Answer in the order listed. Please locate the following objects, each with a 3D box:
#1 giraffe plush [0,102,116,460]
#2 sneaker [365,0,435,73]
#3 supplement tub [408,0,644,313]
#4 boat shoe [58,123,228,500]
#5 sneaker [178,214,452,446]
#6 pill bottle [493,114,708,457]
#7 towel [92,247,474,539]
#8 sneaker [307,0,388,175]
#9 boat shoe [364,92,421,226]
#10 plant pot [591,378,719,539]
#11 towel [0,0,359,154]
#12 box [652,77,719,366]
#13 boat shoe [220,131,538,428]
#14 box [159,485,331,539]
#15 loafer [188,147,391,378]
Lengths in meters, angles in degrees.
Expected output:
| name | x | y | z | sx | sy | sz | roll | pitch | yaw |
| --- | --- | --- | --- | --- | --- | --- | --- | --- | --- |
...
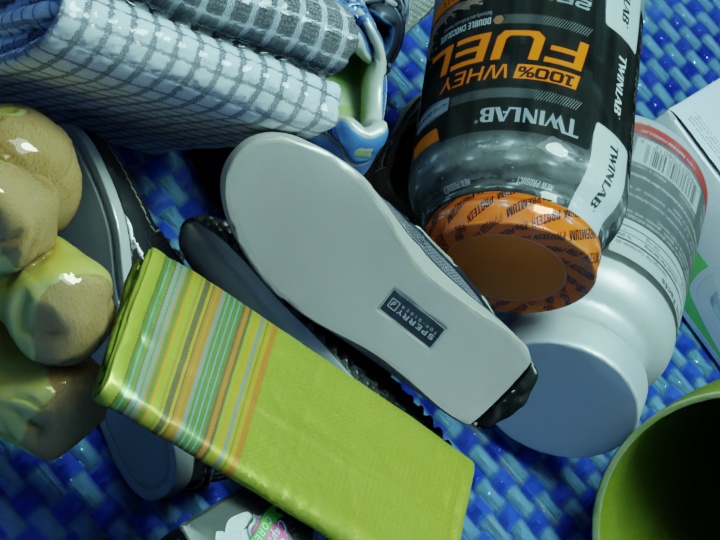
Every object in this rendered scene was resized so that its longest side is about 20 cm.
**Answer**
| name | x | y | z | sx | sy | sz | roll | pitch | yaw |
| --- | --- | --- | --- | --- | --- | --- | --- | --- | --- |
| giraffe plush | -0.196 | -0.019 | 1.036 | 0.200 | 0.173 | 0.162 | 11 | 34 | 9 |
| sneaker | -0.001 | -0.145 | 1.299 | 0.200 | 0.085 | 0.077 | -33 | 125 | -41 |
| supplement tub | 0.093 | -0.085 | 1.219 | 0.122 | 0.122 | 0.200 | 24 | 56 | -26 |
| boat shoe | -0.112 | 0.018 | 1.114 | 0.060 | 0.074 | 0.200 | -9 | 71 | -43 |
| sneaker | -0.044 | 0.062 | 1.128 | 0.200 | 0.093 | 0.070 | 47 | 12 | 13 |
| pill bottle | 0.137 | 0.007 | 1.300 | 0.116 | 0.116 | 0.200 | 36 | 44 | -15 |
| towel | -0.032 | 0.074 | 0.998 | 0.200 | 0.018 | 0.086 | 34 | 47 | -22 |
| sneaker | -0.019 | -0.135 | 1.183 | 0.076 | 0.077 | 0.200 | -2 | 72 | -29 |
| boat shoe | 0.052 | -0.070 | 1.312 | 0.075 | 0.075 | 0.202 | 46 | 42 | -5 |
| plant pot | 0.255 | 0.130 | 1.289 | 0.187 | 0.187 | 0.200 | 52 | 27 | 2 |
| towel | -0.118 | -0.119 | 1.111 | 0.165 | 0.200 | 0.086 | 15 | 82 | -31 |
| box | 0.279 | -0.033 | 1.462 | 0.200 | 0.097 | 0.176 | 54 | 43 | 4 |
| boat shoe | 0.000 | 0.000 | 1.118 | 0.200 | 0.075 | 0.093 | 45 | 0 | -19 |
| box | -0.015 | 0.198 | 1.029 | 0.148 | 0.124 | 0.200 | -28 | 82 | -48 |
| loafer | -0.027 | -0.015 | 1.211 | 0.070 | 0.068 | 0.201 | -12 | 66 | -35 |
